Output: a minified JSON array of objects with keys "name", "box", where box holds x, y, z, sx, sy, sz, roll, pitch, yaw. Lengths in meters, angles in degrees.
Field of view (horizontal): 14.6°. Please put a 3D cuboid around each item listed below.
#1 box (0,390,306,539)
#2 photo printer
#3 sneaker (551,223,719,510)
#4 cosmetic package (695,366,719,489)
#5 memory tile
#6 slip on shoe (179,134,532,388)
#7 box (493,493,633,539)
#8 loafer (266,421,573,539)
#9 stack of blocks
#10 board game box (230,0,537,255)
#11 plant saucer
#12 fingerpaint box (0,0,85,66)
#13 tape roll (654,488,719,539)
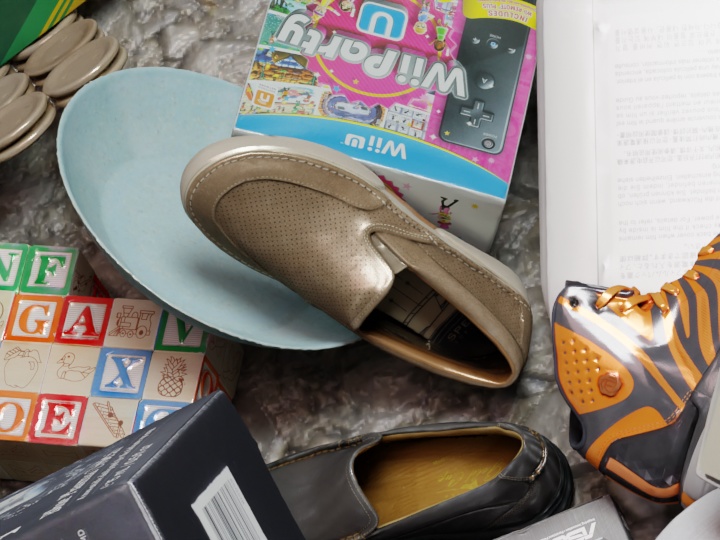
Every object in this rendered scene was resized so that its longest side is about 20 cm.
[{"name":"box","box":[-0.142,0.165,1.320,0.200,0.197,0.118,-27,94,12]},{"name":"photo printer","box":[0.172,-0.048,1.427,0.166,0.069,0.200,-4,79,14]},{"name":"sneaker","box":[0.156,0.008,1.344,0.112,0.078,0.200,23,84,19]},{"name":"cosmetic package","box":[0.248,0.051,1.298,0.103,0.200,0.087,24,115,28]},{"name":"memory tile","box":[-0.221,-0.073,1.557,0.200,0.017,0.153,-39,24,-7]},{"name":"slip on shoe","box":[0.000,0.000,1.413,0.076,0.200,0.061,-48,23,28]},{"name":"box","box":[0.061,0.218,1.353,0.200,0.048,0.159,-23,61,3]},{"name":"loafer","box":[0.003,0.108,1.412,0.200,0.072,0.073,-14,61,9]},{"name":"stack of blocks","box":[-0.168,0.050,1.499,0.200,0.059,0.115,4,64,18]},{"name":"board game box","box":[0.022,-0.120,1.490,0.147,0.064,0.200,15,60,-1]},{"name":"plant saucer","box":[-0.074,-0.023,1.472,0.039,0.201,0.201,-56,52,35]},{"name":"fingerpaint box","box":[-0.242,-0.210,1.630,0.167,0.073,0.200,-38,50,-6]},{"name":"tape roll","box":[0.214,0.190,1.281,0.200,0.066,0.201,2,56,-3]}]
